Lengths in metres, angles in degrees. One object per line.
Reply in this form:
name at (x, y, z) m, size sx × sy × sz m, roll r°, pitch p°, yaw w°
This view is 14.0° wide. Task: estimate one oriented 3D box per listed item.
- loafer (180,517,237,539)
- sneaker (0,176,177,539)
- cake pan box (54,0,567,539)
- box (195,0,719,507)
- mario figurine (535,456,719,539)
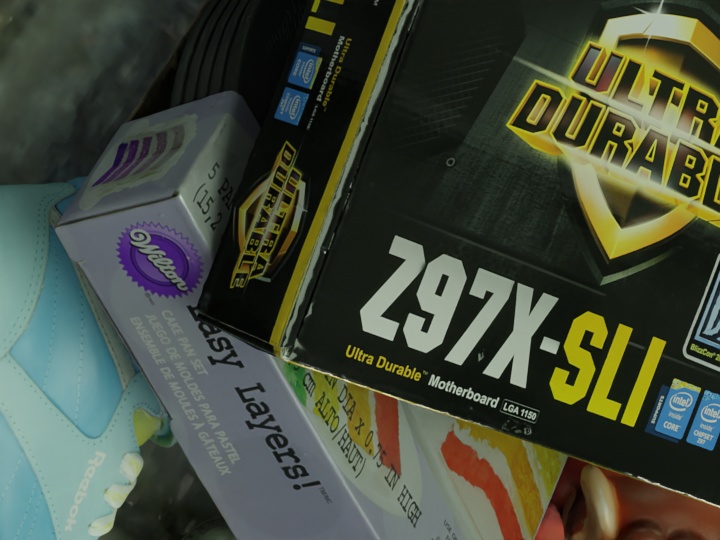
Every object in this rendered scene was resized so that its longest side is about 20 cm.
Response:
loafer at (0.020, 0.149, 0.947) m, size 0.199 × 0.070 × 0.070 m, roll 33°, pitch 68°, yaw -6°
sneaker at (-0.084, 0.064, 0.903) m, size 0.130 × 0.079 × 0.201 m, roll -13°, pitch 109°, yaw -27°
cake pan box at (0.000, 0.000, 0.904) m, size 0.201 × 0.052 × 0.185 m, roll 61°, pitch 33°, yaw -25°
box at (0.064, -0.030, 0.836) m, size 0.199 × 0.049 × 0.161 m, roll 21°, pitch 91°, yaw -39°
mario figurine at (0.089, 0.135, 0.941) m, size 0.105 × 0.201 × 0.124 m, roll -11°, pitch 134°, yaw 6°
